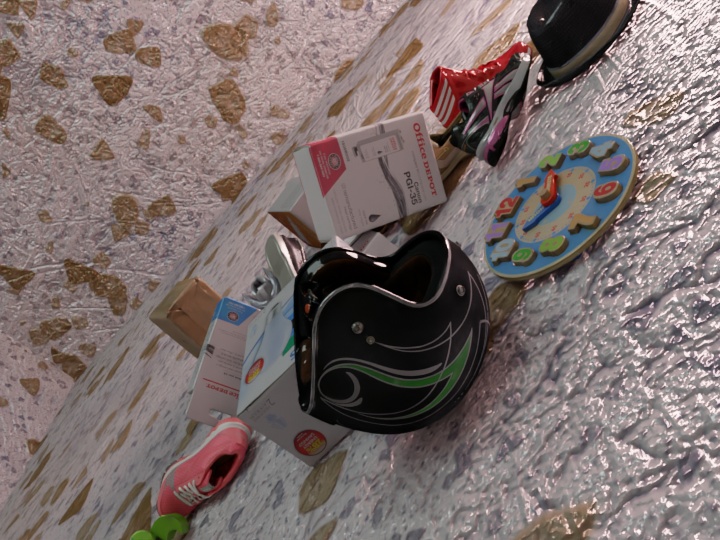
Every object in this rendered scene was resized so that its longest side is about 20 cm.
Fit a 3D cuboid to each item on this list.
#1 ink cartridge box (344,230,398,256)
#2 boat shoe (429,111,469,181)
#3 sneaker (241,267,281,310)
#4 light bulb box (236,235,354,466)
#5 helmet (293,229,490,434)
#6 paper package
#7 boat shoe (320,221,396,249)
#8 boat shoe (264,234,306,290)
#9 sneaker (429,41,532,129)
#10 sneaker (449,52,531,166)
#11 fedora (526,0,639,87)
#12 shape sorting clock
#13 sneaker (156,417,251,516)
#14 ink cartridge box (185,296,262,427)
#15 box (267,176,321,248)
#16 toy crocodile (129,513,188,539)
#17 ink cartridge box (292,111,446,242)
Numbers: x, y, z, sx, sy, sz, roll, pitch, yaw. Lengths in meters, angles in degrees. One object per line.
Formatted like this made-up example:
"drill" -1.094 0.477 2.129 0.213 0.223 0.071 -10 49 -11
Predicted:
"ink cartridge box" 0.000 0.000 1.126 0.116 0.068 0.200 -53 18 -5
"boat shoe" 0.131 -0.196 1.190 0.200 0.066 0.074 -42 20 26
"sneaker" -0.153 0.045 1.333 0.075 0.115 0.200 -50 18 0
"light bulb box" -0.048 0.098 0.943 0.198 0.124 0.201 -45 22 17
"helmet" 0.034 0.061 0.731 0.200 0.188 0.203 179 90 -77
"paper package" -0.309 0.113 1.459 0.104 0.191 0.199 -52 18 -19
"boat shoe" -0.008 -0.072 1.280 0.199 0.072 0.068 -30 25 43
"boat shoe" -0.105 0.022 1.238 0.074 0.060 0.201 -59 45 39
"sneaker" 0.191 -0.323 1.209 0.201 0.115 0.078 -53 18 -7
"sneaker" 0.190 -0.250 1.073 0.081 0.085 0.201 87 -153 -55
"fedora" 0.303 -0.364 1.051 0.201 0.091 0.201 -44 20 20
"shape sorting clock" 0.212 -0.073 0.800 0.200 0.039 0.201 -45 19 20
"sneaker" -0.243 0.312 1.104 0.200 0.074 0.087 -48 19 8
"ink cartridge box" -0.209 0.160 1.198 0.067 0.115 0.202 -28 42 64
"box" -0.097 -0.120 1.502 0.098 0.124 0.200 -53 17 -8
"toy crocodile" -0.324 0.447 1.072 0.201 0.061 0.068 -60 -20 -18
"ink cartridge box" 0.016 -0.143 1.107 0.198 0.148 0.083 -21 10 -22
